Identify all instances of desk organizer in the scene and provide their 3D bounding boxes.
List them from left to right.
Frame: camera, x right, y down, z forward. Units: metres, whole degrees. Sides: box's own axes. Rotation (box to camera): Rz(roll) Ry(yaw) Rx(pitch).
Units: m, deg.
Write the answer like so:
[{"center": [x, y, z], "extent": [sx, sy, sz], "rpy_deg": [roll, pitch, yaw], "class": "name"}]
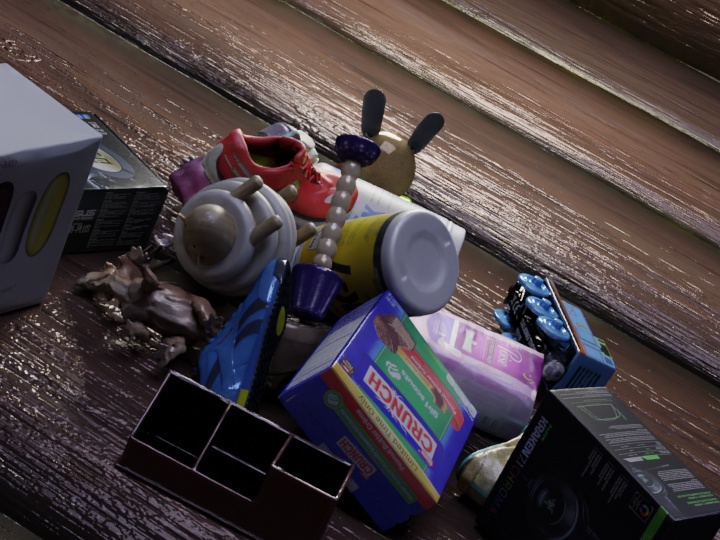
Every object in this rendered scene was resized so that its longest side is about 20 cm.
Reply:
[{"center": [-0.112, 0.177, 1.408], "extent": [0.199, 0.077, 0.072], "rpy_deg": [27, 25, 4], "class": "desk organizer"}]

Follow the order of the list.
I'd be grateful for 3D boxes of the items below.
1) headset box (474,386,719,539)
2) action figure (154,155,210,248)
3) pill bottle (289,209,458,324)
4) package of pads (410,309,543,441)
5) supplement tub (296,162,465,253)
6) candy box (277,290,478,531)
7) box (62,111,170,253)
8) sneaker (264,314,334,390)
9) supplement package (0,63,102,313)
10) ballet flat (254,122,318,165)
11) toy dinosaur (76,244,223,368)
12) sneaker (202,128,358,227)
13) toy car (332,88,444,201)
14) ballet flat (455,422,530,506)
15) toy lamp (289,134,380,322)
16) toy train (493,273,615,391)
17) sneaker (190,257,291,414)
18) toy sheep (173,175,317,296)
[{"center": [0.232, 0.241, 1.485], "extent": [0.092, 0.175, 0.200], "rpy_deg": [0, 36, -42], "class": "headset box"}, {"center": [-0.159, -0.047, 1.811], "extent": [0.149, 0.133, 0.201], "rpy_deg": [60, 10, -47], "class": "action figure"}, {"center": [0.000, 0.000, 1.703], "extent": [0.114, 0.115, 0.199], "rpy_deg": [-4, -3, -45], "class": "pill bottle"}, {"center": [0.104, 0.106, 1.741], "extent": [0.199, 0.076, 0.121], "rpy_deg": [25, 28, -1], "class": "package of pads"}, {"center": [0.011, -0.033, 1.855], "extent": [0.199, 0.132, 0.132], "rpy_deg": [24, 25, -1], "class": "supplement tub"}, {"center": [0.023, 0.135, 1.541], "extent": [0.169, 0.077, 0.200], "rpy_deg": [53, 27, -8], "class": "candy box"}, {"center": [-0.343, -0.099, 1.716], "extent": [0.199, 0.086, 0.164], "rpy_deg": [-5, 39, -47], "class": "box"}, {"center": [-0.060, 0.091, 1.645], "extent": [0.070, 0.076, 0.200], "rpy_deg": [21, 3, 24], "class": "sneaker"}, {"center": [-0.386, -0.070, 1.490], "extent": [0.147, 0.201, 0.191], "rpy_deg": [35, 28, 21], "class": "supplement package"}, {"center": [-0.083, -0.132, 1.870], "extent": [0.072, 0.072, 0.200], "rpy_deg": [28, -7, 7], "class": "ballet flat"}, {"center": [-0.196, 0.039, 1.598], "extent": [0.200, 0.086, 0.136], "rpy_deg": [37, 4, -2], "class": "toy dinosaur"}, {"center": [-0.076, -0.106, 1.723], "extent": [0.199, 0.085, 0.077], "rpy_deg": [12, 47, -36], "class": "sneaker"}, {"center": [0.018, -0.132, 1.969], "extent": [0.163, 0.201, 0.158], "rpy_deg": [17, 27, -17], "class": "toy car"}, {"center": [0.177, 0.202, 1.637], "extent": [0.071, 0.071, 0.200], "rpy_deg": [38, 34, 25], "class": "ballet flat"}, {"center": [-0.030, -0.044, 1.627], "extent": [0.058, 0.058, 0.201], "rpy_deg": [19, 70, -12], "class": "toy lamp"}, {"center": [0.235, 0.083, 1.900], "extent": [0.114, 0.087, 0.200], "rpy_deg": [26, 22, -20], "class": "toy train"}, {"center": [-0.122, 0.073, 1.510], "extent": [0.078, 0.066, 0.201], "rpy_deg": [12, 67, 14], "class": "sneaker"}, {"center": [-0.126, -0.037, 1.651], "extent": [0.138, 0.138, 0.200], "rpy_deg": [37, 8, 24], "class": "toy sheep"}]
